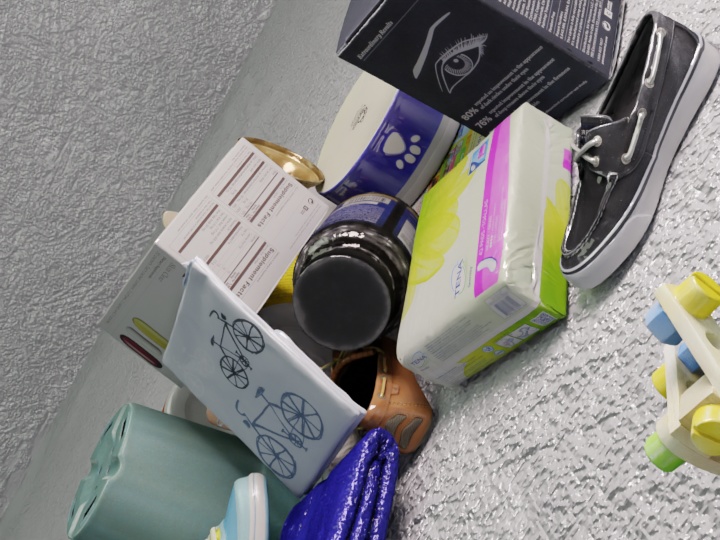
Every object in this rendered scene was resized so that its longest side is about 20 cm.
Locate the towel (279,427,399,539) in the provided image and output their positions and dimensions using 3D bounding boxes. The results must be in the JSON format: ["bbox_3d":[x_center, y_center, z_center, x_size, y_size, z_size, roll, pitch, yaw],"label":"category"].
[{"bbox_3d":[-0.032,0.228,0.862,0.200,0.049,0.148,126,161,-52],"label":"towel"}]

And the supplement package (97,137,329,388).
[{"bbox_3d":[-0.147,-0.002,1.007,0.200,0.111,0.156,-42,13,53],"label":"supplement package"}]

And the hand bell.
[{"bbox_3d":[-0.126,-0.036,1.148,0.104,0.104,0.200,-109,41,-65],"label":"hand bell"}]

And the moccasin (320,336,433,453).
[{"bbox_3d":[0.002,0.101,0.938,0.074,0.078,0.201,-59,19,14],"label":"moccasin"}]

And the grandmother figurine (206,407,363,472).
[{"bbox_3d":[-0.075,0.152,1.008,0.200,0.121,0.061,16,59,41],"label":"grandmother figurine"}]

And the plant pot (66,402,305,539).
[{"bbox_3d":[-0.184,0.241,1.066,0.200,0.196,0.200,-52,21,29],"label":"plant pot"}]

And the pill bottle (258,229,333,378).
[{"bbox_3d":[-0.072,0.053,1.146,0.114,0.114,0.200,-51,21,33],"label":"pill bottle"}]

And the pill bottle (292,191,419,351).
[{"bbox_3d":[0.000,0.000,0.946,0.112,0.112,0.200,-57,1,19],"label":"pill bottle"}]

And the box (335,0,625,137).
[{"bbox_3d":[0.104,-0.216,0.898,0.148,0.200,0.104,-35,33,55],"label":"box"}]

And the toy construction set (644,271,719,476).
[{"bbox_3d":[0.170,0.104,0.399,0.092,0.131,0.200,-44,27,47],"label":"toy construction set"}]

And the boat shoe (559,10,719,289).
[{"bbox_3d":[0.181,-0.087,0.725,0.200,0.068,0.072,-63,18,2],"label":"boat shoe"}]

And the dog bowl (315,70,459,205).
[{"bbox_3d":[0.031,-0.154,1.135,0.200,0.079,0.200,-53,21,30],"label":"dog bowl"}]

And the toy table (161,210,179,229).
[{"bbox_3d":[-0.220,-0.020,1.585,0.200,0.184,0.117,3,85,61],"label":"toy table"}]

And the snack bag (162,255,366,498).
[{"bbox_3d":[-0.096,0.100,0.913,0.021,0.200,0.189,-40,-13,-36],"label":"snack bag"}]

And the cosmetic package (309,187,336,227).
[{"bbox_3d":[-0.085,-0.013,1.323,0.200,0.081,0.113,-67,17,-8],"label":"cosmetic package"}]

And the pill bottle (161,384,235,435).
[{"bbox_3d":[-0.194,0.196,1.261,0.200,0.112,0.112,128,162,-63],"label":"pill bottle"}]

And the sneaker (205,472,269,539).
[{"bbox_3d":[-0.153,0.281,0.950,0.080,0.130,0.200,-127,45,-80],"label":"sneaker"}]

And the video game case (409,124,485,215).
[{"bbox_3d":[0.099,-0.124,1.072,0.182,0.023,0.200,-37,31,53],"label":"video game case"}]

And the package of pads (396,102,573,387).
[{"bbox_3d":[0.102,-0.018,0.847,0.154,0.068,0.200,-42,27,46],"label":"package of pads"}]
